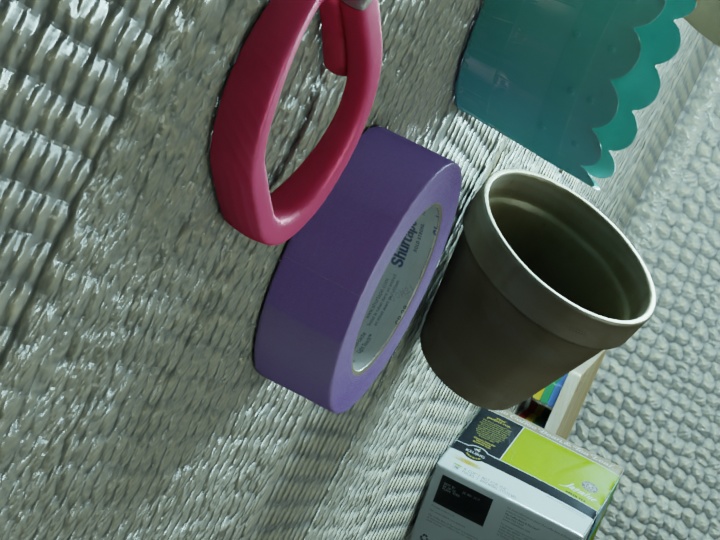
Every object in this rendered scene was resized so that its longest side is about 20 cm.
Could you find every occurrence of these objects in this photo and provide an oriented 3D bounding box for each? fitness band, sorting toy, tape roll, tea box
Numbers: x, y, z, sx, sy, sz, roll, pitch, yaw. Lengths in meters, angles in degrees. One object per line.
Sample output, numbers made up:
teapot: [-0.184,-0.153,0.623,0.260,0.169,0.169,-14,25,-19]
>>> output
fitness band: [-0.036,-0.094,1.188,0.144,0.037,0.200,-59,165,-19]
sorting toy: [0.275,0.203,2.946,0.201,0.069,0.199,-68,167,17]
tape roll: [0.000,0.000,1.453,0.201,0.065,0.200,-58,167,-22]
tea box: [0.193,0.291,2.491,0.197,0.199,0.134,-41,154,-58]

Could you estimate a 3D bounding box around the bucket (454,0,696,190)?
bucket: [0.176,-0.184,1.638,0.208,0.134,0.207,-58,167,-22]

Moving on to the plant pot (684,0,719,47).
plant pot: [0.384,-0.350,2.153,0.201,0.134,0.201,-58,167,-22]

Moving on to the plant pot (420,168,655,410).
plant pot: [0.151,0.035,1.903,0.174,0.200,0.200,-53,174,30]
